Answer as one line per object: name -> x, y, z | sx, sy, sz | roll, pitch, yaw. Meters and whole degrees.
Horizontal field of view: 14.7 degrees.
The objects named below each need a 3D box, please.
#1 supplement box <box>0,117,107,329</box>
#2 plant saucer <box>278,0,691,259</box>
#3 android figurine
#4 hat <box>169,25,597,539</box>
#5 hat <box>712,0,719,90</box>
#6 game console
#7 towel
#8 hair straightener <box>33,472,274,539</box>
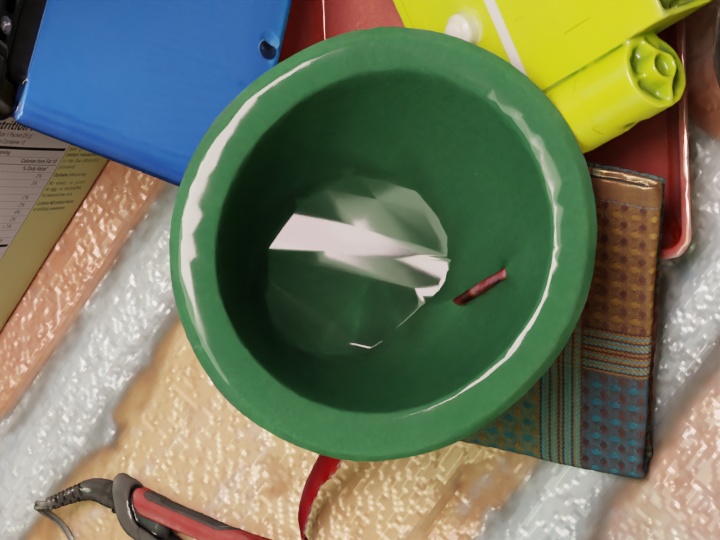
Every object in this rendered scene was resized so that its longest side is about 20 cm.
supplement box -> -0.240, -0.075, 1.306 | 0.200, 0.134, 0.200 | 41, 108, 20
plant saucer -> 0.053, -0.103, 1.216 | 0.198, 0.037, 0.202 | -2, 91, 26
android figurine -> 0.068, -0.137, 1.125 | 0.200, 0.041, 0.183 | -25, 86, 52
hat -> 0.000, 0.000, 1.191 | 0.200, 0.176, 0.166 | -41, 89, -1
hat -> 0.229, -0.123, 1.092 | 0.200, 0.201, 0.081 | -28, 40, 24
game console -> -0.129, -0.130, 1.195 | 0.170, 0.118, 0.201 | -7, 58, 34
towel -> 0.032, 0.007, 1.202 | 0.199, 0.022, 0.148 | 11, 120, 19
hair straightener -> -0.071, 0.152, 1.278 | 0.199, 0.041, 0.077 | 20, 100, 25
